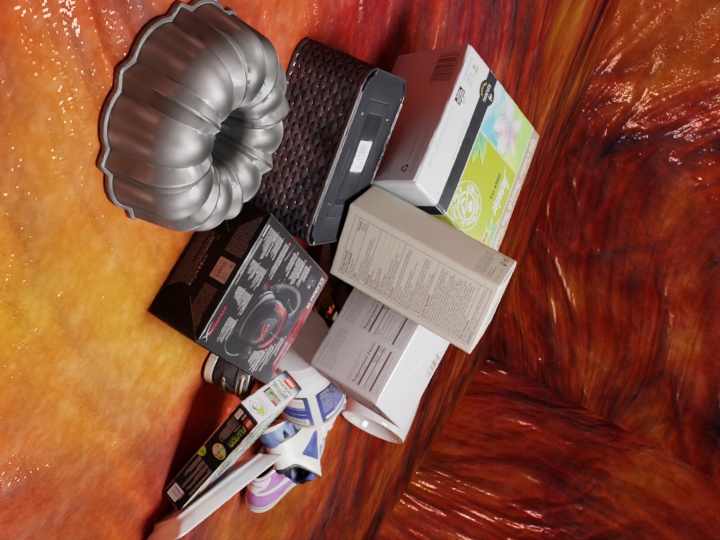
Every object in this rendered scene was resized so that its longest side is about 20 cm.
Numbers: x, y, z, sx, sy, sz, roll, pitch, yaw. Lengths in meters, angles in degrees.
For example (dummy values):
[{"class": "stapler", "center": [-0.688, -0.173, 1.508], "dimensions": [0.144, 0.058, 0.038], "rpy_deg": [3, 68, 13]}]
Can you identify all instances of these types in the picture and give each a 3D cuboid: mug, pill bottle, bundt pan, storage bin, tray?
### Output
[{"class": "mug", "center": [0.050, 0.256, 1.649], "dimensions": [0.178, 0.146, 0.199], "rpy_deg": [-64, -166, -20]}, {"class": "pill bottle", "center": [-0.081, 0.142, 1.110], "dimensions": [0.117, 0.114, 0.202], "rpy_deg": [-55, 161, -24]}, {"class": "bundt pan", "center": [-0.129, -0.123, 0.668], "dimensions": [0.203, 0.074, 0.204], "rpy_deg": [-55, 161, -29]}, {"class": "storage bin", "center": [-0.037, -0.143, 0.878], "dimensions": [0.135, 0.092, 0.204], "rpy_deg": [-15, 130, -67]}, {"class": "tray", "center": [-0.203, 0.306, 1.050], "dimensions": [0.106, 0.023, 0.199], "rpy_deg": [-30, -179, 42]}]

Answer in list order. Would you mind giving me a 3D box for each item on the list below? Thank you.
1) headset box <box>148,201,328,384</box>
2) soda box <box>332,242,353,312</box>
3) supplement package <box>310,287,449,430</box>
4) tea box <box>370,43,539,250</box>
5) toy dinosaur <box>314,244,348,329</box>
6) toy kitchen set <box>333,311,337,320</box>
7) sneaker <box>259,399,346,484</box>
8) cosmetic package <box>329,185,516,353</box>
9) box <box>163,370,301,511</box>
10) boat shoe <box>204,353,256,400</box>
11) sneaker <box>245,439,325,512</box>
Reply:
[{"class": "headset box", "center": [-0.123, 0.029, 0.857], "dimensions": [0.151, 0.074, 0.200], "rpy_deg": [-60, 154, -10]}, {"class": "soda box", "center": [0.000, 0.000, 1.149], "dimensions": [0.069, 0.064, 0.202], "rpy_deg": [-17, 153, -18]}, {"class": "supplement package", "center": [0.045, 0.085, 1.037], "dimensions": [0.203, 0.109, 0.156], "rpy_deg": [-59, 155, -12]}, {"class": "tea box", "center": [0.113, -0.148, 1.017], "dimensions": [0.196, 0.132, 0.204], "rpy_deg": [37, 69, -41]}, {"class": "toy dinosaur", "center": [-0.050, 0.011, 1.076], "dimensions": [0.059, 0.107, 0.205], "rpy_deg": [-8, 123, -21]}, {"class": "toy kitchen set", "center": [0.021, 0.171, 1.340], "dimensions": [0.166, 0.178, 0.200], "rpy_deg": [-59, 158, -9]}, {"class": "sneaker", "center": [-0.092, 0.280, 1.255], "dimensions": [0.198, 0.079, 0.118], "rpy_deg": [-20, 95, -58]}, {"class": "cosmetic package", "center": [0.071, -0.003, 0.908], "dimensions": [0.073, 0.197, 0.105], "rpy_deg": [-40, 157, -52]}, {"class": "box", "center": [-0.165, 0.220, 0.993], "dimensions": [0.201, 0.035, 0.110], "rpy_deg": [-49, 171, 28]}, {"class": "boat shoe", "center": [-0.119, 0.069, 0.983], "dimensions": [0.203, 0.066, 0.072], "rpy_deg": [-59, 161, -19]}, {"class": "sneaker", "center": [-0.120, 0.311, 1.314], "dimensions": [0.201, 0.071, 0.116], "rpy_deg": [-46, 153, -45]}]
